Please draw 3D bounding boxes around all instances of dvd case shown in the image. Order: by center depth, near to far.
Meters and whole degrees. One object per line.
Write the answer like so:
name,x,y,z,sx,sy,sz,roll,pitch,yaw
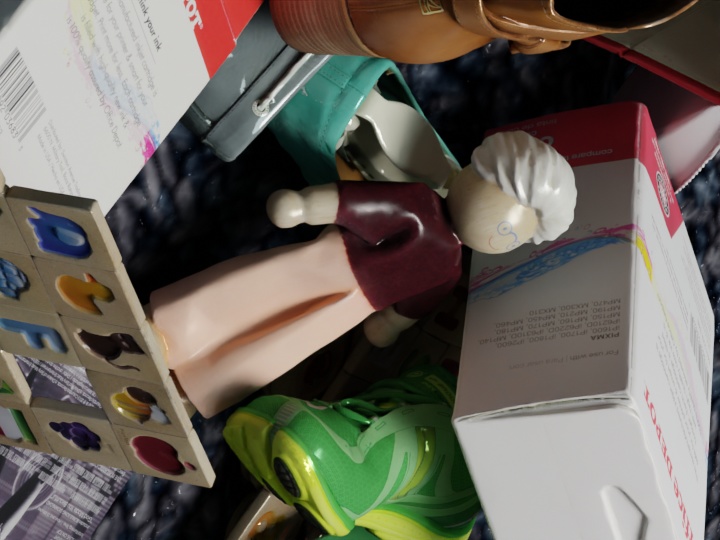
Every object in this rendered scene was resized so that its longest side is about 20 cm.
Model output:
dvd case,-0.165,0.109,1.258,0.200,0.016,0.149,-57,149,-6

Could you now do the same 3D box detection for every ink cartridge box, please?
ink cartridge box,-0.115,-0.089,1.102,0.200,0.067,0.116,-55,150,-26
ink cartridge box,0.105,0.044,1.359,0.200,0.085,0.148,-78,155,-48

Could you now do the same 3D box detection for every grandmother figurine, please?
grandmother figurine,0.000,0.000,1.277,0.200,0.061,0.121,-26,155,7

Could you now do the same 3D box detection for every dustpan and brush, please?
dustpan and brush,0.148,-0.065,1.475,0.200,0.057,0.140,-34,-160,39

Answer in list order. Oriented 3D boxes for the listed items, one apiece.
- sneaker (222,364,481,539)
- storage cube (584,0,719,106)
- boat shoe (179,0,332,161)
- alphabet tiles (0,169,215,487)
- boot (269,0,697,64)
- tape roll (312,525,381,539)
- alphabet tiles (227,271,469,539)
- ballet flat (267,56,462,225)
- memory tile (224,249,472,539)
sneaker,0.006,0.074,1.331,0.084,0.074,0.200,-55,154,7
storage cube,0.180,-0.198,1.343,0.180,0.171,0.200,-31,138,-40
boat shoe,-0.002,-0.111,1.239,0.200,0.062,0.073,-33,177,-29
alphabet tiles,-0.150,0.005,1.060,0.200,0.167,0.008,72,35,-50
boot,0.081,-0.128,1.161,0.200,0.155,0.077,-16,101,-41
tape roll,-0.031,0.203,1.437,0.200,0.048,0.201,-30,152,-17
alphabet tiles,0.010,0.093,1.445,0.200,0.008,0.167,-56,151,4
ballet flat,0.014,-0.042,1.332,0.067,0.070,0.200,-55,148,-9
memory tile,0.015,0.061,1.458,0.200,0.017,0.154,-24,139,-43
